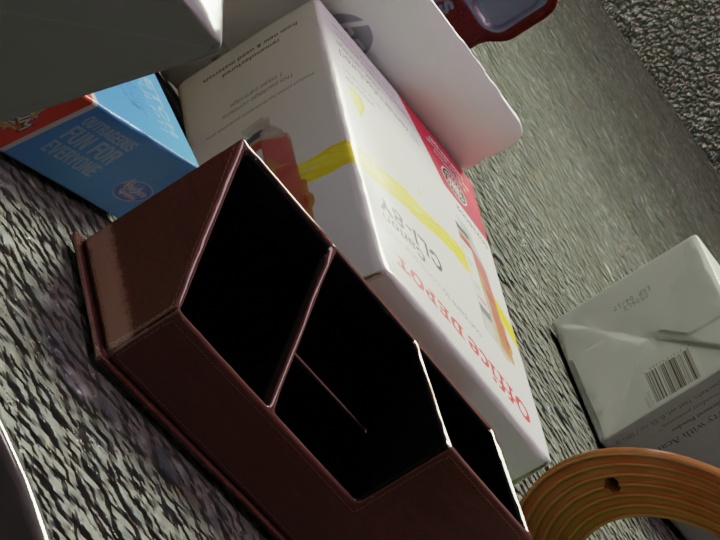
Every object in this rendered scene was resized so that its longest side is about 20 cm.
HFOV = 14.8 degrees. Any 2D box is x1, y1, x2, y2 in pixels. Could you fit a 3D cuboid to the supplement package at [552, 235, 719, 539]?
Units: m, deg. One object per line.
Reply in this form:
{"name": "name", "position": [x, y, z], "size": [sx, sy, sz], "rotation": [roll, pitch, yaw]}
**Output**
{"name": "supplement package", "position": [0.241, 0.097, 1.907], "size": [0.200, 0.121, 0.120], "rotation": [47, 16, -43]}

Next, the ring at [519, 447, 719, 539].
{"name": "ring", "position": [0.156, 0.162, 1.268], "size": [0.201, 0.200, 0.019], "rotation": [56, 47, -11]}

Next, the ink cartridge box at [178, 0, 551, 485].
{"name": "ink cartridge box", "position": [0.000, 0.000, 1.227], "size": [0.145, 0.083, 0.201], "rotation": [49, 18, -37]}

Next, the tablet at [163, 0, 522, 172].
{"name": "tablet", "position": [-0.026, -0.103, 1.286], "size": [0.200, 0.130, 0.014], "rotation": [50, 26, -35]}

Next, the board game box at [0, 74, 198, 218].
{"name": "board game box", "position": [-0.146, -0.128, 1.065], "size": [0.201, 0.040, 0.153], "rotation": [63, 13, 22]}

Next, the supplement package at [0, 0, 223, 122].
{"name": "supplement package", "position": [-0.143, -0.174, 0.806], "size": [0.191, 0.146, 0.201], "rotation": [44, 37, -50]}

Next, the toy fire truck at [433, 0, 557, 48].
{"name": "toy fire truck", "position": [-0.013, -0.178, 1.427], "size": [0.200, 0.167, 0.112], "rotation": [54, 12, -20]}

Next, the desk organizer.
{"name": "desk organizer", "position": [-0.019, 0.048, 1.060], "size": [0.200, 0.077, 0.072], "rotation": [49, 15, -39]}

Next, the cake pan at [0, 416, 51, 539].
{"name": "cake pan", "position": [-0.142, 0.039, 0.673], "size": [0.201, 0.037, 0.200], "rotation": [55, 12, -18]}
